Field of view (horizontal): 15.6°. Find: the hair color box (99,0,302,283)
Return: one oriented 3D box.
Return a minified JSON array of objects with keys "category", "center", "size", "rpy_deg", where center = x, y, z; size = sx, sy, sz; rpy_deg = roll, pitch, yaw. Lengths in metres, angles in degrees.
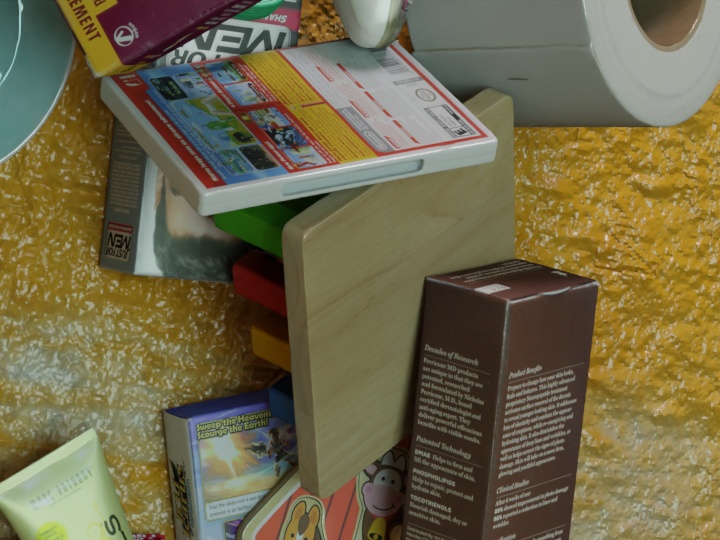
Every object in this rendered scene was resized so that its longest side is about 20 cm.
[{"category":"hair color box","center":[-0.099,-0.095,1.653],"size":[0.098,0.061,0.202],"rpy_deg":[5,94,-29]}]

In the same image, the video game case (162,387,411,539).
[{"category":"video game case","center":[-0.025,0.163,1.729],"size":[0.199,0.045,0.183],"rpy_deg":[-10,101,-28]}]

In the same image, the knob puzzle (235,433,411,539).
[{"category":"knob puzzle","center":[0.009,0.194,1.708],"size":[0.218,0.030,0.221],"rpy_deg":[-3,97,-29]}]

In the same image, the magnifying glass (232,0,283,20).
[{"category":"magnifying glass","center":[-0.123,-0.230,1.607],"size":[0.200,0.022,0.080],"rpy_deg":[43,48,-4]}]

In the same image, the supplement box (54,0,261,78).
[{"category":"supplement box","center":[-0.090,-0.213,1.519],"size":[0.199,0.103,0.131],"rpy_deg":[-29,92,7]}]

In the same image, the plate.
[{"category":"plate","center":[-0.265,-0.150,1.577],"size":[0.199,0.026,0.202],"rpy_deg":[-3,96,-28]}]

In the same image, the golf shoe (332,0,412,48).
[{"category":"golf shoe","center":[-0.028,-0.228,1.652],"size":[0.091,0.073,0.201],"rpy_deg":[-9,71,-23]}]

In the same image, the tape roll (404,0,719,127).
[{"category":"tape roll","center":[0.138,-0.192,1.689],"size":[0.202,0.138,0.204],"rpy_deg":[-3,94,-54]}]

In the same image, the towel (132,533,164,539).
[{"category":"towel","center":[-0.212,0.241,1.648],"size":[0.199,0.022,0.146],"rpy_deg":[-1,96,-29]}]

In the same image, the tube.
[{"category":"tube","center":[-0.158,0.203,1.636],"size":[0.201,0.052,0.058],"rpy_deg":[67,25,-16]}]

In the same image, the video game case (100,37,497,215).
[{"category":"video game case","center":[-0.037,-0.091,1.577],"size":[0.199,0.143,0.018],"rpy_deg":[-11,128,-27]}]

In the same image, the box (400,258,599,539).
[{"category":"box","center":[0.086,0.101,1.672],"size":[0.100,0.075,0.202],"rpy_deg":[-10,112,-50]}]

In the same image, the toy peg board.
[{"category":"toy peg board","center":[0.000,0.000,1.664],"size":[0.200,0.097,0.200],"rpy_deg":[-35,135,-37]}]
